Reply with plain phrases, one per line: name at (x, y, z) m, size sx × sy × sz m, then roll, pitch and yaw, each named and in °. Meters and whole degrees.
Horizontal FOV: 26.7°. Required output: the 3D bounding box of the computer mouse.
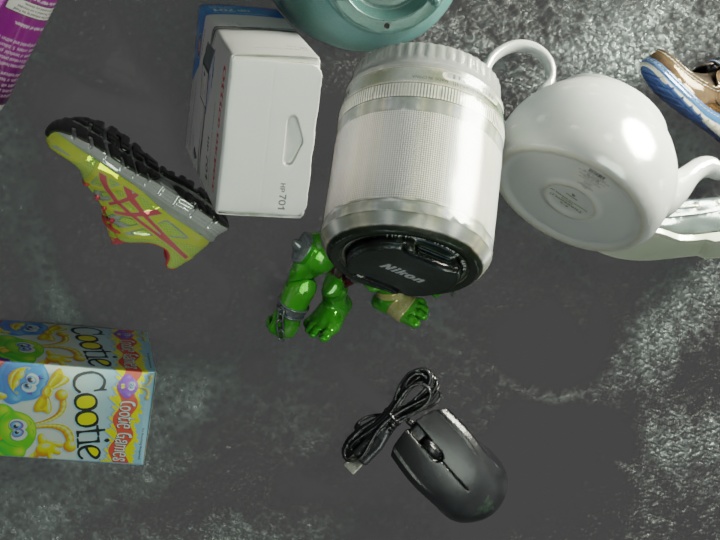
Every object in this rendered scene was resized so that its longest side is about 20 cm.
computer mouse at (0.088, 0.213, 1.655) m, size 0.139 × 0.053 × 0.200 m, roll -46°, pitch 114°, yaw 6°

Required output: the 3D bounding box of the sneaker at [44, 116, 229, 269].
sneaker at (-0.226, -0.068, 1.459) m, size 0.199 × 0.078 × 0.090 m, roll 36°, pitch 106°, yaw -21°

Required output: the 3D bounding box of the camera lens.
camera lens at (0.051, -0.088, 1.414) m, size 0.159 × 0.160 × 0.202 m, roll 17°, pitch 65°, yaw -19°

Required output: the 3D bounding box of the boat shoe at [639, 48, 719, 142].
boat shoe at (0.368, -0.180, 1.565) m, size 0.199 × 0.072 × 0.073 m, roll 31°, pitch 97°, yaw -32°

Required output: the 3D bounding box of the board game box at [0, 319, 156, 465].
board game box at (-0.309, 0.117, 1.494) m, size 0.198 × 0.105 × 0.104 m, roll 6°, pitch 109°, yaw -16°

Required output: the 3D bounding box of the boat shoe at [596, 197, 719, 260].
boat shoe at (0.330, -0.051, 1.617) m, size 0.198 × 0.073 × 0.062 m, roll 1°, pitch 68°, yaw -7°

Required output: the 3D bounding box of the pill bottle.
pill bottle at (-0.350, -0.207, 1.354) m, size 0.112 × 0.112 × 0.201 m, roll 25°, pitch 103°, yaw -21°

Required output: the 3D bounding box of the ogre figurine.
ogre figurine at (0.000, 0.000, 1.533) m, size 0.198 × 0.099 × 0.121 m, roll -2°, pitch 130°, yaw 4°

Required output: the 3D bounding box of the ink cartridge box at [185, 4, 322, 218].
ink cartridge box at (-0.101, -0.149, 1.387) m, size 0.085 × 0.200 × 0.148 m, roll 3°, pitch 110°, yaw -14°

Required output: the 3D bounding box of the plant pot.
plant pot at (0.013, -0.290, 1.396) m, size 0.198 × 0.134 × 0.202 m, roll -5°, pitch 111°, yaw -12°

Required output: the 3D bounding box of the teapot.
teapot at (0.231, -0.126, 1.508) m, size 0.200 × 0.196 × 0.147 m, roll 54°, pitch 55°, yaw -44°
